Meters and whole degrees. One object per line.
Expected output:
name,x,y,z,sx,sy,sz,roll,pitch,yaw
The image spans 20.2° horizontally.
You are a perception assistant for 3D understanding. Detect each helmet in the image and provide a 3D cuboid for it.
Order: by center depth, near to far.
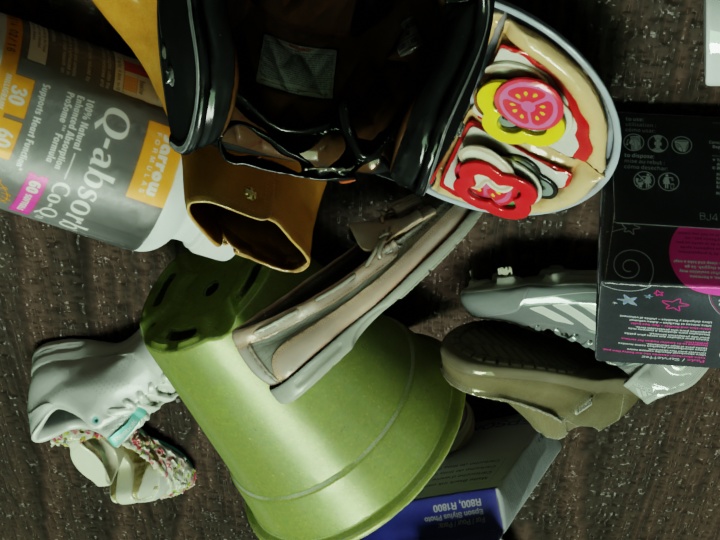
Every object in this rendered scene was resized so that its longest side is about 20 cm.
helmet,-0.018,-0.148,1.075,0.198,0.193,0.200,10,-173,-1

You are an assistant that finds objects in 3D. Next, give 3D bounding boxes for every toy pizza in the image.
toy pizza,0.063,-0.095,1.245,0.198,0.032,0.201,18,147,12

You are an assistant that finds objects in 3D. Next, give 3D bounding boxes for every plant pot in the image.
plant pot,-0.055,0.067,1.455,0.199,0.201,0.190,-17,130,32

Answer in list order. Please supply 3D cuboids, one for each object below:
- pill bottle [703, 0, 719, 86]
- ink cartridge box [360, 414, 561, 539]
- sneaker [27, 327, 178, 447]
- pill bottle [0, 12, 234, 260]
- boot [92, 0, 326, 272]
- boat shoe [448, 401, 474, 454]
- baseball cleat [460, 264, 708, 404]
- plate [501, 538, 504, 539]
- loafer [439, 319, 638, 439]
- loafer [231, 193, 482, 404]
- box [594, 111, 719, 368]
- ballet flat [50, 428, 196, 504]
pill bottle,0.288,-0.145,1.104,0.198,0.113,0.113,0,148,8
ink cartridge box,0.041,0.182,1.608,0.198,0.200,0.041,-13,106,27
sneaker,-0.175,0.094,1.583,0.198,0.089,0.075,-13,142,27
pill bottle,-0.163,-0.080,1.276,0.198,0.117,0.116,18,146,-19
boot,-0.094,-0.097,1.199,0.201,0.145,0.071,35,132,-29
boat shoe,-0.010,0.121,1.623,0.198,0.072,0.065,-8,141,14
baseball cleat,0.170,0.044,1.431,0.198,0.108,0.070,-4,-174,15
plate,0.048,0.257,1.870,0.198,0.026,0.201,5,149,3
loafer,0.134,0.086,1.485,0.199,0.076,0.068,10,113,-37
loafer,0.000,0.000,1.349,0.063,0.200,0.072,46,174,-8
box,0.252,-0.016,1.297,0.198,0.133,0.115,3,151,5
ballet flat,-0.208,0.161,1.718,0.075,0.064,0.200,-13,144,26
